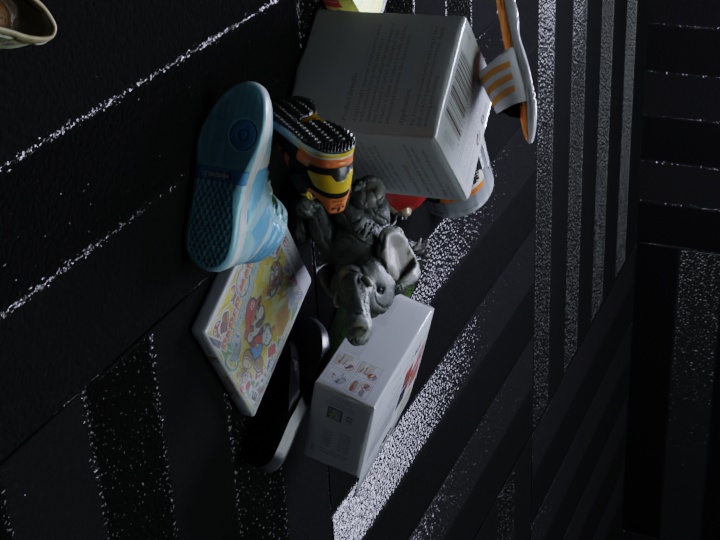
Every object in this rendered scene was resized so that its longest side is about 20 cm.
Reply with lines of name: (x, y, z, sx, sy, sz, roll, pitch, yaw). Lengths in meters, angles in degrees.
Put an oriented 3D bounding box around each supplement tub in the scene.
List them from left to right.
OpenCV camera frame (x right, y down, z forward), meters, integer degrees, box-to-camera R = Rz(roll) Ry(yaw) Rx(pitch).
supplement tub: (0.121, -0.179, 1.908, 0.201, 0.121, 0.124, 66, 39, -52)

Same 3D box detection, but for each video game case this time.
video game case: (-0.122, 0.038, 1.528, 0.183, 0.023, 0.202, 68, 38, -51)

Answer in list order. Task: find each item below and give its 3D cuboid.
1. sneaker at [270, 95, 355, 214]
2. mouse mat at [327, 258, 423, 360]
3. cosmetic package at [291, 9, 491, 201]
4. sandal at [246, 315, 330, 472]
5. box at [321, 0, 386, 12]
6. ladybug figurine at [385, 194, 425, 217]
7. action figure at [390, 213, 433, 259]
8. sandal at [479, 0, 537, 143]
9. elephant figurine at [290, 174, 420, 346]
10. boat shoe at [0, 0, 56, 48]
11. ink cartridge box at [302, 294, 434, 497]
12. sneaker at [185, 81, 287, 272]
sneaker: (-0.066, -0.127, 1.431, 0.069, 0.200, 0.091, -10, 117, -23)
mouse mat: (0.007, 0.078, 1.746, 0.160, 0.007, 0.202, -9, 125, -49)
cosmetic package: (0.038, -0.200, 1.593, 0.165, 0.198, 0.167, 52, 50, -60)
sandal: (-0.090, 0.143, 1.589, 0.043, 0.076, 0.202, 35, 61, -36)
box: (-0.023, -0.361, 1.584, 0.200, 0.050, 0.076, 47, 55, -63)
ladybug figurine: (0.054, -0.172, 1.743, 0.135, 0.071, 0.203, -5, 84, -48)
action figure: (0.041, -0.029, 1.800, 0.118, 0.101, 0.203, -17, 116, -53)
sandal: (0.169, -0.247, 1.576, 0.079, 0.058, 0.209, 74, 5, -76)
elephant figurine: (0.000, 0.000, 1.576, 0.154, 0.142, 0.202, -15, 75, -27)
boat shoe: (-0.297, -0.218, 0.952, 0.200, 0.062, 0.074, 27, 74, -66)
ink cartridge box: (0.007, 0.153, 1.660, 0.200, 0.083, 0.177, -55, 162, -46)
sneaker: (-0.120, -0.099, 1.413, 0.130, 0.079, 0.202, 0, 107, -66)
